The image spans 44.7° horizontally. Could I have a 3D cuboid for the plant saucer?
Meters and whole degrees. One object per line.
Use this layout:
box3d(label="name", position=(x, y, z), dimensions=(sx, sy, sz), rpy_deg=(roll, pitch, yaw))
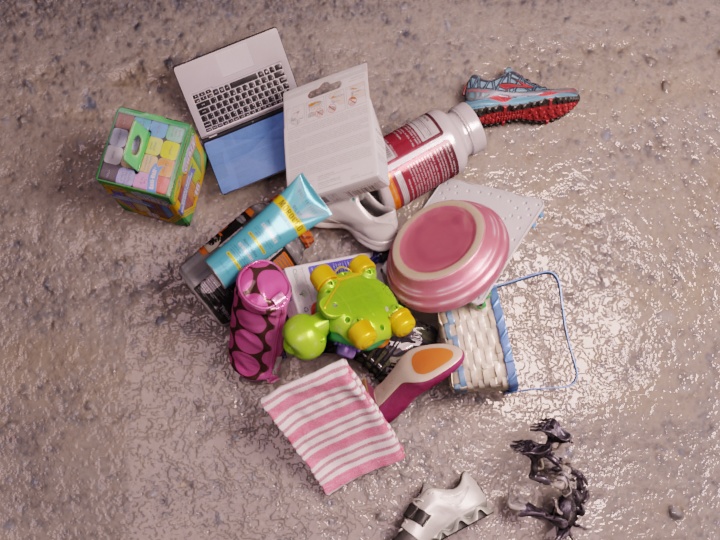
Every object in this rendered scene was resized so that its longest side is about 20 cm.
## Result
box3d(label="plant saucer", position=(0.124, -0.033, 1.319), dimensions=(0.197, 0.051, 0.203), rpy_deg=(-18, 45, 19))

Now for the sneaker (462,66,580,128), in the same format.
box3d(label="sneaker", position=(0.268, -0.301, 1.461), dimensions=(0.196, 0.079, 0.097), rpy_deg=(-4, 71, -6))

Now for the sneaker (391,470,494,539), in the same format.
box3d(label="sneaker", position=(0.096, 0.373, 1.325), dimensions=(0.197, 0.074, 0.089), rpy_deg=(-25, 74, -13))

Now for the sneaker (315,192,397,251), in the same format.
box3d(label="sneaker", position=(-0.028, -0.108, 1.398), dimensions=(0.197, 0.089, 0.076), rpy_deg=(22, 48, 12))

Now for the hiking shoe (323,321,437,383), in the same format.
box3d(label="hiking shoe", position=(0.026, 0.133, 1.369), dimensions=(0.196, 0.076, 0.103), rpy_deg=(-1, 75, -1))

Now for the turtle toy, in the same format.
box3d(label="turtle toy", position=(-0.025, 0.070, 1.280), dimensions=(0.198, 0.102, 0.146), rpy_deg=(-15, 56, -37))

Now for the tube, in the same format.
box3d(label="tube", position=(-0.139, -0.054, 1.303), dimensions=(0.199, 0.050, 0.078), rpy_deg=(-40, 105, -13))

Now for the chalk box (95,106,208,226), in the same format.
box3d(label="chalk box", position=(-0.324, -0.167, 1.366), dimensions=(0.122, 0.200, 0.127), rpy_deg=(14, 78, 3))

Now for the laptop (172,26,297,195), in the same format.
box3d(label="laptop", position=(-0.181, -0.262, 1.427), dimensions=(0.185, 0.116, 0.203), rpy_deg=(-22, 113, -6))

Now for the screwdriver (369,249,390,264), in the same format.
box3d(label="screwdriver", position=(0.000, 0.000, 1.384), dimensions=(0.199, 0.029, 0.028), rpy_deg=(-38, 94, -31))

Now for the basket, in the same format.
box3d(label="basket", position=(0.222, 0.102, 1.341), dimensions=(0.196, 0.139, 0.180), rpy_deg=(-10, 79, 9))

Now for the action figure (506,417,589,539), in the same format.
box3d(label="action figure", position=(0.285, 0.320, 1.319), dimensions=(0.119, 0.101, 0.203), rpy_deg=(-39, 122, -35))

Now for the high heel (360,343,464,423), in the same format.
box3d(label="high heel", position=(0.080, 0.180, 1.322), dimensions=(0.198, 0.096, 0.068), rpy_deg=(-30, 41, 13))

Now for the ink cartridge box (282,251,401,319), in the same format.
box3d(label="ink cartridge box", position=(-0.032, 0.032, 1.381), dimensions=(0.197, 0.039, 0.101), rpy_deg=(-11, 76, -36))

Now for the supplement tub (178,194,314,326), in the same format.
box3d(label="supplement tub", position=(-0.176, -0.019, 1.376), dimensions=(0.199, 0.123, 0.123), rpy_deg=(-40, 81, -9))

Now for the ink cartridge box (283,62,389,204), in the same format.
box3d(label="ink cartridge box", position=(-0.042, -0.208, 1.377), dimensions=(0.158, 0.047, 0.204), rpy_deg=(-15, 66, 22))

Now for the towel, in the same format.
box3d(label="towel", position=(-0.039, 0.235, 1.302), dimensions=(0.145, 0.030, 0.202), rpy_deg=(-27, 115, 11))

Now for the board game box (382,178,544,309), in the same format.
box3d(label="board game box", position=(0.160, -0.046, 1.364), dimensions=(0.198, 0.026, 0.201), rpy_deg=(19, 65, 41))

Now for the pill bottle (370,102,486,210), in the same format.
box3d(label="pill bottle", position=(0.100, -0.187, 1.418), dimensions=(0.198, 0.113, 0.114), rpy_deg=(-29, 80, -6))

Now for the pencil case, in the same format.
box3d(label="pencil case", position=(-0.148, 0.081, 1.316), dimensions=(0.090, 0.202, 0.094), rpy_deg=(-23, 56, -26))
